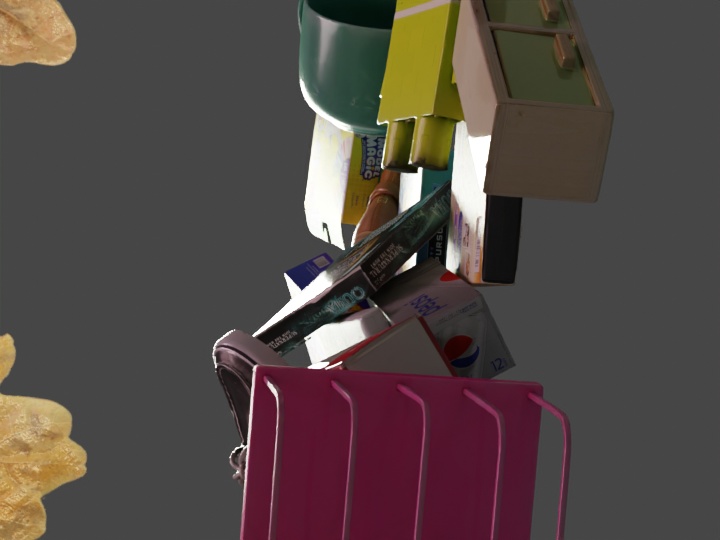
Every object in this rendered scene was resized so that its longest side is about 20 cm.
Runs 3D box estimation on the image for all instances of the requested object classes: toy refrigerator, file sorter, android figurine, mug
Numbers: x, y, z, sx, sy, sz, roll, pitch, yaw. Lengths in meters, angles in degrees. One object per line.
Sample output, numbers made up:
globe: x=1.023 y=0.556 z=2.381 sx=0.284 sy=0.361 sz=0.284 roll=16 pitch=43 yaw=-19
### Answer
toy refrigerator: x=0.109 y=-0.123 z=1.285 sx=0.200 sy=0.075 sz=0.070 roll=-95 pitch=11 yaw=-61
file sorter: x=0.029 y=0.145 z=1.289 sx=0.125 sy=0.198 sz=0.140 roll=-148 pitch=63 yaw=-80
android figurine: x=0.060 y=-0.177 z=1.558 sx=0.182 sy=0.041 sz=0.202 roll=176 pitch=105 yaw=-70
mug: x=0.016 y=-0.201 z=1.879 sx=0.185 sy=0.151 sz=0.115 roll=-97 pitch=10 yaw=-66

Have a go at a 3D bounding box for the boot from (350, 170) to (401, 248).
boot: x=0.038 y=0.004 z=1.970 sx=0.201 sy=0.073 sz=0.155 roll=80 pitch=-159 yaw=-52

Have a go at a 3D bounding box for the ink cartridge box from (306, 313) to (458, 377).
ink cartridge box: x=0.008 y=0.131 z=1.469 sx=0.147 sy=0.083 sz=0.200 roll=59 pitch=151 yaw=-2

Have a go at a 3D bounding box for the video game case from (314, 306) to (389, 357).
video game case: x=0.029 y=0.127 z=1.596 sx=0.201 sy=0.023 sz=0.182 roll=64 pitch=166 yaw=-2

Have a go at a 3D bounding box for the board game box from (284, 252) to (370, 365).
board game box: x=0.006 y=0.087 z=1.756 sx=0.200 sy=0.045 sz=0.135 roll=44 pitch=155 yaw=55

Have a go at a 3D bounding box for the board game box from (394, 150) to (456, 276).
board game box: x=0.061 y=-0.004 z=1.806 sx=0.151 sy=0.047 sz=0.202 roll=164 pitch=110 yaw=-84

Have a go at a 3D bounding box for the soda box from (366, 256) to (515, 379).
soda box: x=0.059 y=0.044 z=1.541 sx=0.064 sy=0.068 sz=0.200 roll=63 pitch=176 yaw=-11

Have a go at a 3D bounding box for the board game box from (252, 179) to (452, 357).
board game box: x=0.000 y=0.000 z=1.646 sx=0.135 sy=0.028 sz=0.200 roll=-34 pitch=5 yaw=34

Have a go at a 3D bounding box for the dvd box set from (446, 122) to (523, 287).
dvd box set: x=0.098 y=-0.060 z=1.557 sx=0.200 sy=0.029 sz=0.148 roll=163 pitch=111 yaw=-85

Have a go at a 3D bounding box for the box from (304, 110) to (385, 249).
box: x=-0.010 y=-0.127 z=2.019 sx=0.117 sy=0.048 sz=0.202 roll=-151 pitch=69 yaw=-66

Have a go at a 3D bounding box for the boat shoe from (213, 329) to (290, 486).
boat shoe: x=-0.056 y=0.138 z=1.420 sx=0.200 sy=0.068 sz=0.074 roll=58 pitch=150 yaw=1
